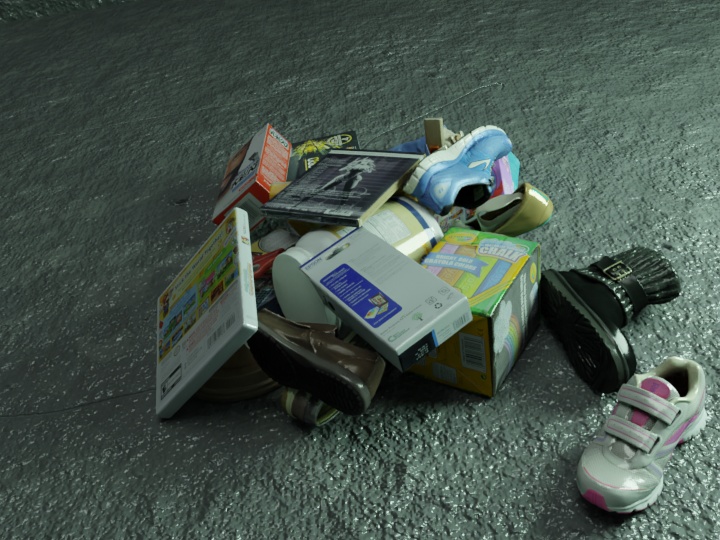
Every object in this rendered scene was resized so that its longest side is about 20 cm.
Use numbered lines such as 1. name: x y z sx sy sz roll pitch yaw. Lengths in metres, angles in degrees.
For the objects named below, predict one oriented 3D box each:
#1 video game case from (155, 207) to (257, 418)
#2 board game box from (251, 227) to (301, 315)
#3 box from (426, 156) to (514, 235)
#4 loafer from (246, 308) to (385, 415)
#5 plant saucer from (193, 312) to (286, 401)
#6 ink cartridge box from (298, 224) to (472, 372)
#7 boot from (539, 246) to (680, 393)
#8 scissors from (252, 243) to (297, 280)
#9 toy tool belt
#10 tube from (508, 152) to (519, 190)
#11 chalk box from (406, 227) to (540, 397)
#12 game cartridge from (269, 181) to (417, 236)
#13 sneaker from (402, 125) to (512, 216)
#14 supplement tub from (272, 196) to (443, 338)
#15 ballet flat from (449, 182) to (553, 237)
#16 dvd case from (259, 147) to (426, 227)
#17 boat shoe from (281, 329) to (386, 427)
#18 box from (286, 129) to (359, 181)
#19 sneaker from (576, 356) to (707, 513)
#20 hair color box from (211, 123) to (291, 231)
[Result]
1. video game case: -0.192 0.051 0.945 0.023 0.200 0.183 22 39 -34
2. board game box: -0.140 0.017 1.079 0.135 0.035 0.199 23 45 40
3. box: 0.163 -0.106 1.171 0.136 0.039 0.201 -31 28 25
4. loafer: -0.052 0.094 0.867 0.199 0.074 0.071 26 47 34
5. plant saucer: -0.156 0.094 1.026 0.197 0.030 0.201 -6 33 4
6. ink cartridge box: 0.022 0.024 0.859 0.099 0.039 0.200 -34 42 -15
7. boot: 0.314 0.048 0.924 0.156 0.080 0.212 -10 38 -8
8. scissors: -0.098 -0.021 1.044 0.198 0.014 0.073 -19 26 9
9. toy tool belt: 0.076 -0.159 1.187 0.199 0.123 0.126 -17 35 43
10. tube: 0.231 -0.156 1.266 0.050 0.077 0.201 -30 24 31
11. chalk box: 0.144 0.033 0.952 0.123 0.126 0.200 12 38 29
12. game cartridge: -0.012 -0.085 1.141 0.197 0.176 0.033 0 72 15
13. sneaker: 0.145 -0.126 1.050 0.199 0.079 0.089 -35 78 -36
14. supplement tub: 0.000 0.000 1.006 0.199 0.146 0.144 -26 36 -30
15. ballet flat: 0.158 -0.056 1.034 0.199 0.063 0.069 -32 35 28
16. dvd case: -0.019 -0.114 1.027 0.147 0.016 0.200 8 35 28
17. boat shoe: 0.000 0.115 0.921 0.200 0.072 0.066 -36 46 -26
18. box: -0.072 -0.178 1.388 0.159 0.050 0.201 -13 33 3
19. sneaker: 0.278 0.152 0.771 0.081 0.089 0.200 20 44 37
20. hair color box: -0.180 -0.151 1.314 0.111 0.064 0.201 -38 27 24
